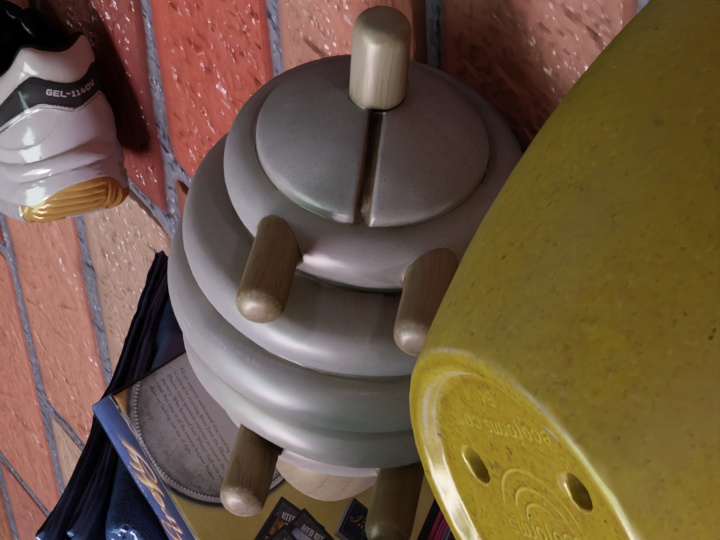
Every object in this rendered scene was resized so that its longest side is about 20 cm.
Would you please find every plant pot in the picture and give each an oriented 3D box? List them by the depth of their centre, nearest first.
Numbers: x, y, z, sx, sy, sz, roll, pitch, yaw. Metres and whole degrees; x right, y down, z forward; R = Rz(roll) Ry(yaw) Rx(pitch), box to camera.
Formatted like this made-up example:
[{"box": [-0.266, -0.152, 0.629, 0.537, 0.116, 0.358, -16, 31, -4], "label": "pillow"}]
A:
[{"box": [0.096, 0.028, 0.642, 0.200, 0.141, 0.201, 48, 156, 28], "label": "plant pot"}]

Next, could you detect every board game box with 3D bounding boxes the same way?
[{"box": [0.012, 0.100, 0.937, 0.201, 0.135, 0.035, 60, 159, 0], "label": "board game box"}]

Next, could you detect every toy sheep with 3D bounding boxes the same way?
[{"box": [0.000, 0.000, 0.842, 0.138, 0.137, 0.201, 46, 143, 29], "label": "toy sheep"}]

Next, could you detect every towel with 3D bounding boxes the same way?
[{"box": [-0.061, 0.081, 1.027, 0.112, 0.048, 0.200, 52, -156, -22], "label": "towel"}]

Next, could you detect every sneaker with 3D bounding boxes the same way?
[{"box": [-0.164, -0.085, 1.201, 0.200, 0.075, 0.088, 19, 120, 55], "label": "sneaker"}]
